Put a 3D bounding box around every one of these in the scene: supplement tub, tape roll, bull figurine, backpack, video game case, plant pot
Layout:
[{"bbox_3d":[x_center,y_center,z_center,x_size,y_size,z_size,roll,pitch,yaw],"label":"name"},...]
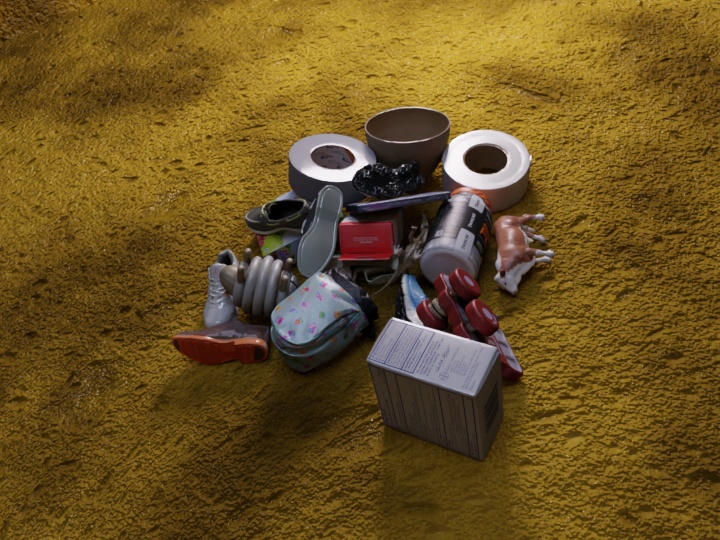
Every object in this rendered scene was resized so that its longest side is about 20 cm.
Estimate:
[{"bbox_3d":[0.201,-0.069,1.544,0.120,0.124,0.202,7,48,21],"label":"supplement tub"},{"bbox_3d":[0.283,-0.226,1.701,0.198,0.072,0.205,-3,48,3],"label":"tape roll"},{"bbox_3d":[0.323,-0.041,1.527,0.119,0.066,0.203,-4,47,5],"label":"bull figurine"},{"bbox_3d":[-0.082,0.095,1.454,0.199,0.128,0.166,-38,52,-19],"label":"backpack"},{"bbox_3d":[0.075,-0.143,1.577,0.196,0.019,0.143,-8,7,-10],"label":"video game case"},{"bbox_3d":[0.112,-0.279,1.758,0.196,0.137,0.202,-4,34,3],"label":"plant pot"},{"bbox_3d":[-0.064,-0.227,1.689,0.196,0.067,0.202,4,40,-3],"label":"tape roll"}]

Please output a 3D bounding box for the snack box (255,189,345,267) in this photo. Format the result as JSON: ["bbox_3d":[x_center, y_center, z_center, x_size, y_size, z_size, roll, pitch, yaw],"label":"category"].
[{"bbox_3d":[-0.138,-0.107,1.695,0.197,0.068,0.170,-26,44,-1],"label":"snack box"}]

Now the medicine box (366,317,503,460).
[{"bbox_3d":[0.127,0.196,1.254,0.197,0.184,0.103,15,51,27],"label":"medicine box"}]

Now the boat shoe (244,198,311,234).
[{"bbox_3d":[-0.178,-0.122,1.630,0.198,0.061,0.073,3,55,34],"label":"boat shoe"}]

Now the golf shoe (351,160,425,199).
[{"bbox_3d":[0.047,-0.182,1.617,0.197,0.079,0.094,-8,-9,-41],"label":"golf shoe"}]

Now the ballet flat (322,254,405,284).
[{"bbox_3d":[0.000,0.000,1.573,0.196,0.068,0.063,-7,54,9],"label":"ballet flat"}]

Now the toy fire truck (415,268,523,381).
[{"bbox_3d":[0.204,0.100,1.360,0.112,0.167,0.202,-44,40,21],"label":"toy fire truck"}]

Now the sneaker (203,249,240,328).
[{"bbox_3d":[-0.298,0.038,1.586,0.076,0.100,0.202,-7,44,8],"label":"sneaker"}]

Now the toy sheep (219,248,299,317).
[{"bbox_3d":[-0.193,0.032,1.539,0.196,0.139,0.139,16,48,0],"label":"toy sheep"}]

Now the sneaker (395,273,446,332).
[{"bbox_3d":[0.123,0.089,1.460,0.088,0.079,0.202,-2,45,-15],"label":"sneaker"}]

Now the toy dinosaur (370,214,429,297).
[{"bbox_3d":[0.094,-0.024,1.499,0.058,0.101,0.202,32,79,12],"label":"toy dinosaur"}]

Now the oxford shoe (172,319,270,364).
[{"bbox_3d":[-0.276,0.139,1.507,0.195,0.072,0.074,4,43,4],"label":"oxford shoe"}]

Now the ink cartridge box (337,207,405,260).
[{"bbox_3d":[0.023,-0.081,1.586,0.114,0.069,0.200,-1,18,13],"label":"ink cartridge box"}]

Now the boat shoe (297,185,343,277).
[{"bbox_3d":[-0.085,-0.073,1.535,0.075,0.060,0.203,26,68,-14],"label":"boat shoe"}]
